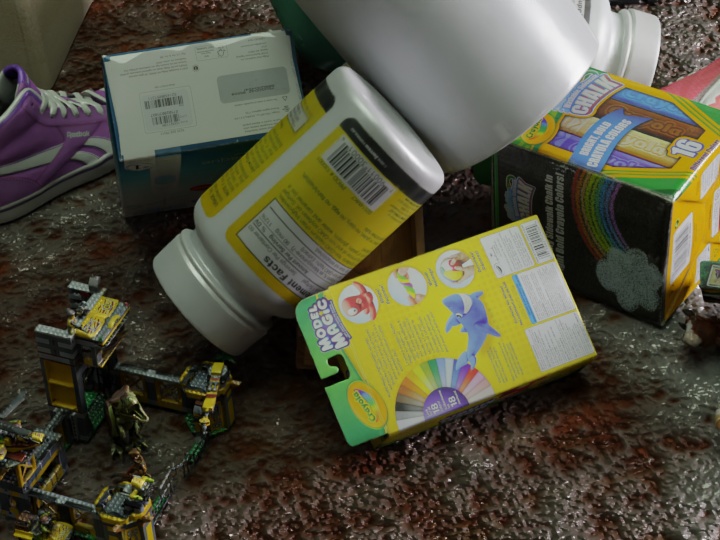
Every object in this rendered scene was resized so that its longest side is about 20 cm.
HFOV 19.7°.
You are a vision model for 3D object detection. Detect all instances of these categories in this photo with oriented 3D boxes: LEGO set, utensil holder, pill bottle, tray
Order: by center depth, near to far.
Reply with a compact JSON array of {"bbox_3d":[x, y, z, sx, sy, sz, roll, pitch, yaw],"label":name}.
[{"bbox_3d":[-0.175,0.092,1.425,0.153,0.117,0.200,18,43,24],"label":"LEGO set"},{"bbox_3d":[-0.047,-0.040,1.483,0.200,0.114,0.115,-42,40,10],"label":"pill bottle"},{"bbox_3d":[0.058,-0.199,1.532,0.170,0.200,0.170,-38,15,12],"label":"utensil holder"},{"bbox_3d":[0.000,0.000,1.586,0.098,0.037,0.201,3,39,-3],"label":"tray"},{"bbox_3d":[0.138,-0.189,1.685,0.198,0.111,0.111,12,38,-9],"label":"pill bottle"}]

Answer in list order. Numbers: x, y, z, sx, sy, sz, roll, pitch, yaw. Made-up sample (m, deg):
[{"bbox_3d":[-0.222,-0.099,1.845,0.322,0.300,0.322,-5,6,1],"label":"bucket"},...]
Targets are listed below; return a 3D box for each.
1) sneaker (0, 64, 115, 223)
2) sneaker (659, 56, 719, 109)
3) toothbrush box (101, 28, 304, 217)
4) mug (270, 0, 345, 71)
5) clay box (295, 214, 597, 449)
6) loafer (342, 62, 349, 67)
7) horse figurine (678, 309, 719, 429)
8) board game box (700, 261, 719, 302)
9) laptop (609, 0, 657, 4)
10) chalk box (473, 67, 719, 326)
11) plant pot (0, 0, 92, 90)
[{"bbox_3d":[-0.250,-0.130,1.714,0.072,0.115,0.200,23,44,32],"label":"sneaker"},{"bbox_3d":[0.279,-0.142,1.718,0.086,0.074,0.200,16,41,29],"label":"sneaker"},{"bbox_3d":[-0.123,-0.111,1.610,0.145,0.200,0.086,-9,81,-8],"label":"toothbrush box"},{"bbox_3d":[-0.009,-0.235,1.796,0.184,0.115,0.152,-28,3,-35],"label":"mug"},{"bbox_3d":[0.057,0.047,1.477,0.199,0.048,0.116,-19,78,-18],"label":"clay box"},{"bbox_3d":[0.066,-0.167,1.771,0.198,0.076,0.068,-8,36,-18],"label":"loafer"},{"bbox_3d":[0.325,0.067,1.462,0.198,0.050,0.133,-5,20,12],"label":"horse figurine"},{"bbox_3d":[0.347,0.016,1.493,0.198,0.105,0.024,4,82,12],"label":"board game box"},{"bbox_3d":[0.241,-0.347,1.943,0.198,0.117,0.188,-3,38,0],"label":"laptop"},{"bbox_3d":[0.179,-0.069,1.594,0.199,0.126,0.124,24,46,28],"label":"chalk box"},{"bbox_3d":[-0.364,-0.293,1.875,0.198,0.178,0.201,3,40,8],"label":"plant pot"}]
